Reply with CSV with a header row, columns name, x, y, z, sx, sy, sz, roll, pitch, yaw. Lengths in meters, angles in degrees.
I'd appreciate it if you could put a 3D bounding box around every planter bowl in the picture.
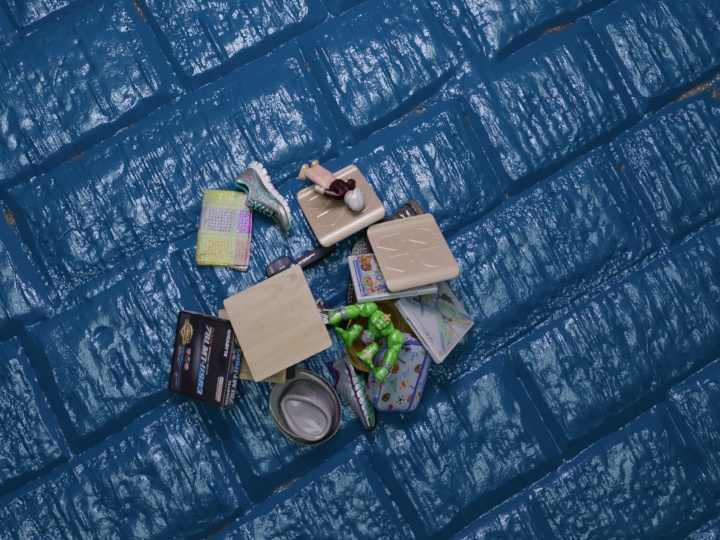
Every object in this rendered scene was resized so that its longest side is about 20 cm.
name,x,y,z,sx,sy,sz,roll,pitch,yaw
planter bowl,0.034,0.148,1.476,0.195,0.083,0.206,-9,111,-23

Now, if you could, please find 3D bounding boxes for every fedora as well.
name,x,y,z,sx,sy,sz,roll,pitch,yaw
fedora,-0.141,0.353,1.457,0.200,0.090,0.177,43,91,-1

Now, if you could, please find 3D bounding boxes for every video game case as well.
name,x,y,z,sx,sy,sz,roll,pitch,yaw
video game case,0.076,0.009,1.414,0.194,0.018,0.145,-7,47,-9
video game case,0.192,0.110,1.474,0.184,0.022,0.199,54,43,1

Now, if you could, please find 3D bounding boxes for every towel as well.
name,x,y,z,sx,sy,sz,roll,pitch,yaw
towel,-0.353,-0.106,1.516,0.139,0.023,0.206,4,85,-3

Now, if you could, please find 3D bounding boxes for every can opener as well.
name,x,y,z,sx,sy,sz,roll,pitch,yaw
can opener,-0.150,-0.021,1.502,0.196,0.063,0.080,-27,88,-5

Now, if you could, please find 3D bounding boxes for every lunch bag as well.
name,x,y,z,sx,sy,sz,roll,pitch,yaw
lunch bag,0.104,0.253,1.457,0.157,0.075,0.205,11,103,-30

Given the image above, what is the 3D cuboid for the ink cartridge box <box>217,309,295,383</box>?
name,x,y,z,sx,sy,sz,roll,pitch,yaw
ink cartridge box,-0.259,0.188,1.448,0.194,0.075,0.170,2,85,17

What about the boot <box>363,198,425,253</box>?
name,x,y,z,sx,sy,sz,roll,pitch,yaw
boot,0.110,-0.070,1.505,0.172,0.069,0.203,-33,88,-16

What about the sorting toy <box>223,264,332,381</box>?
name,x,y,z,sx,sy,sz,roll,pitch,yaw
sorting toy,-0.189,0.123,1.358,0.196,0.070,0.203,-24,84,-1

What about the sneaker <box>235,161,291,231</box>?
name,x,y,z,sx,sy,sz,roll,pitch,yaw
sneaker,-0.252,-0.177,1.492,0.090,0.078,0.202,-31,80,-26

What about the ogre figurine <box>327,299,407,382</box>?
name,x,y,z,sx,sy,sz,roll,pitch,yaw
ogre figurine,0.022,0.148,1.361,0.120,0.099,0.199,-41,65,-17

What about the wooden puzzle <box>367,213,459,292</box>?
name,x,y,z,sx,sy,sz,roll,pitch,yaw
wooden puzzle,0.125,-0.040,1.418,0.180,0.047,0.203,-12,52,-9

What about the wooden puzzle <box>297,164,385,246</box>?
name,x,y,z,sx,sy,sz,roll,pitch,yaw
wooden puzzle,-0.051,-0.163,1.493,0.182,0.047,0.202,-27,53,-4

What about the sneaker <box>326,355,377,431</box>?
name,x,y,z,sx,sy,sz,roll,pitch,yaw
sneaker,-0.021,0.320,1.497,0.086,0.074,0.205,-19,86,20

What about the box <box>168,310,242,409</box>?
name,x,y,z,sx,sy,sz,roll,pitch,yaw
box,-0.379,0.214,1.424,0.194,0.049,0.206,9,90,32

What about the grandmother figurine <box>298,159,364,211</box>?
name,x,y,z,sx,sy,sz,roll,pitch,yaw
grandmother figurine,-0.061,-0.210,1.457,0.120,0.061,0.199,-33,54,-28

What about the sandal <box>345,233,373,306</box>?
name,x,y,z,sx,sy,sz,roll,pitch,yaw
sandal,-0.001,0.000,1.516,0.073,0.048,0.206,15,86,-12

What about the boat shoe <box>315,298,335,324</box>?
name,x,y,z,sx,sy,sz,roll,pitch,yaw
boat shoe,-0.115,0.107,1.492,0.194,0.071,0.066,-7,87,-2
